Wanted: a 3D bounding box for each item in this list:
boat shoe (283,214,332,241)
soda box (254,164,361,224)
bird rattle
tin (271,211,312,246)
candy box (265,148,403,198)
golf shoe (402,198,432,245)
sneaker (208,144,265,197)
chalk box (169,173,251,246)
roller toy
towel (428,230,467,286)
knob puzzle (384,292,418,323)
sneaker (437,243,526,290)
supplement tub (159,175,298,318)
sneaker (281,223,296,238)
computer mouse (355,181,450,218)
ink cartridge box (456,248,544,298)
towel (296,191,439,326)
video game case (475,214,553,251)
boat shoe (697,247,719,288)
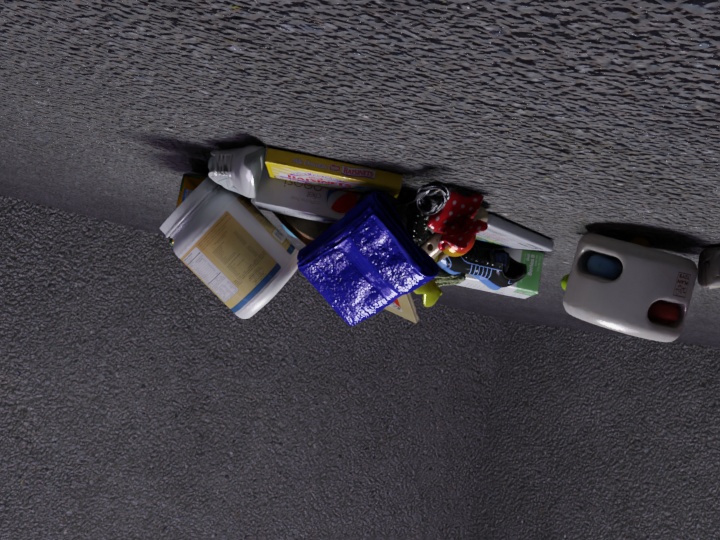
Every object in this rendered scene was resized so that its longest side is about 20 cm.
[{"bbox_3d":[-0.034,-0.060,1.363,0.197,0.073,0.068,22,162,2],"label":"boat shoe"},{"bbox_3d":[-0.061,-0.113,1.303,0.196,0.070,0.064,11,174,0],"label":"soda box"},{"bbox_3d":[0.131,-0.056,1.276,0.113,0.201,0.162,45,-140,14],"label":"bird rattle"},{"bbox_3d":[-0.109,-0.084,1.472,0.111,0.042,0.200,36,-175,-36],"label":"tin"},{"bbox_3d":[-0.039,-0.138,1.223,0.196,0.027,0.102,11,172,-1],"label":"candy box"},{"bbox_3d":[0.070,-0.070,1.396,0.087,0.078,0.201,30,163,12],"label":"golf shoe"},{"bbox_3d":[-0.184,-0.145,1.226,0.079,0.072,0.200,15,175,-13],"label":"sneaker"},{"bbox_3d":[-0.261,-0.101,1.501,0.121,0.127,0.200,11,-176,-8],"label":"chalk box"},{"bbox_3d":[0.412,0.019,1.278,0.196,0.143,0.182,16,-174,10],"label":"roller toy"},{"bbox_3d":[0.100,-0.023,1.538,0.198,0.037,0.149,-8,-130,-49],"label":"towel"},{"bbox_3d":[0.000,0.000,1.343,0.217,0.031,0.220,29,163,9],"label":"knob puzzle"},{"bbox_3d":[0.217,-0.023,1.527,0.198,0.071,0.077,21,149,-34],"label":"sneaker"},{"bbox_3d":[-0.207,-0.040,1.339,0.200,0.145,0.144,46,169,-9],"label":"supplement tub"},{"bbox_3d":[-0.062,-0.080,1.643,0.196,0.081,0.096,11,173,-1],"label":"sneaker"},{"bbox_3d":[0.059,-0.099,1.170,0.198,0.034,0.059,-8,128,53],"label":"computer mouse"},{"bbox_3d":[0.254,-0.007,1.683,0.196,0.089,0.145,9,175,2],"label":"ink cartridge box"},{"bbox_3d":[0.002,-0.008,1.214,0.148,0.050,0.199,51,134,-5],"label":"towel"},{"bbox_3d":[0.210,-0.069,1.462,0.180,0.022,0.198,7,174,45],"label":"video game case"},{"bbox_3d":[0.545,-0.002,1.176,0.070,0.077,0.200,8,-175,-3],"label":"boat shoe"}]
